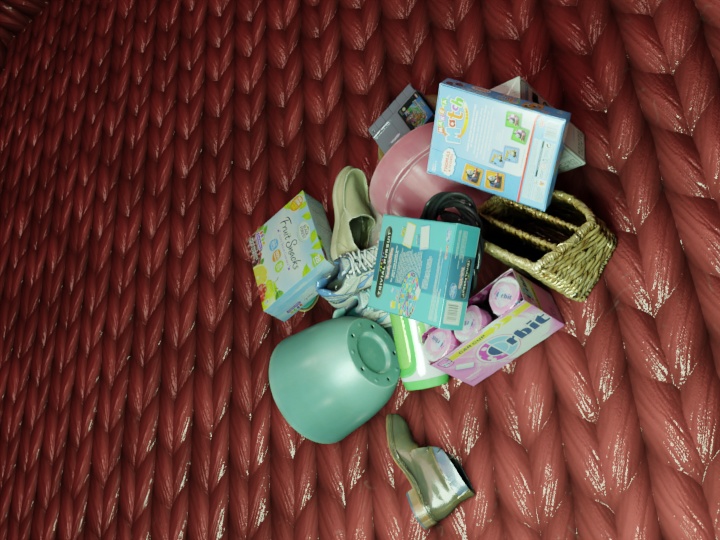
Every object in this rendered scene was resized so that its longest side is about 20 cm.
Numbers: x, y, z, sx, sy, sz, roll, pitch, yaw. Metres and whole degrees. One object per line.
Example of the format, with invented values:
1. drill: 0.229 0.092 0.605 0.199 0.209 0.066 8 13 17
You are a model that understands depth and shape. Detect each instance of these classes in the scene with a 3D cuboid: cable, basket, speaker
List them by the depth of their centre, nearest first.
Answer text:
1. cable: 0.140 -0.022 1.428 0.163 0.051 0.201 -52 40 37
2. basket: 0.275 -0.065 1.435 0.200 0.149 0.143 33 94 50
3. speaker: 0.091 0.092 1.535 0.088 0.088 0.201 -13 87 42

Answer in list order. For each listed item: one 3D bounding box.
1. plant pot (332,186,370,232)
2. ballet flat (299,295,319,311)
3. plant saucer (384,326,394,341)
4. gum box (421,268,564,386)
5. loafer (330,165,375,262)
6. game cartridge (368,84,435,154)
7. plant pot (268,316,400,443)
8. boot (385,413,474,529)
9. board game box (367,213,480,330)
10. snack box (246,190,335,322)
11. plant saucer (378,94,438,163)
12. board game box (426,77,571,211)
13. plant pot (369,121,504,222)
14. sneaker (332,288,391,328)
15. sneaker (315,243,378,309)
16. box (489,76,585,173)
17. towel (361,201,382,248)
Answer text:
1. plant pot: 0.008 -0.082 1.816 0.199 0.027 0.201 -24 53 36
2. ballet flat: -0.115 0.002 1.885 0.063 0.068 0.201 128 151 -56
3. plant saucer: 0.058 0.063 1.685 0.199 0.027 0.201 -23 55 36
4. gum box: 0.201 0.096 1.450 0.200 0.113 0.066 -39 46 25
5. loafer: -0.008 -0.102 1.725 0.068 0.075 0.201 -13 67 40
6. game cartridge: 0.096 -0.258 1.762 0.130 0.038 0.200 -50 42 20
7. plant pot: -0.028 0.171 1.572 0.161 0.200 0.202 -33 48 37
8. boot: 0.110 0.300 1.479 0.097 0.075 0.201 -32 55 15
9. board game box: 0.092 -0.001 1.405 0.200 0.047 0.152 14 94 59
10. snack box: -0.130 -0.029 1.809 0.168 0.068 0.201 -39 46 21
11. plant saucer: 0.100 -0.261 1.811 0.199 0.035 0.201 -23 54 36
12. board game box: 0.205 -0.191 1.405 0.199 0.037 0.152 21 126 20
13. plant pot: 0.145 -0.123 1.587 0.200 0.200 0.179 -50 58 14
14. sneaker: 0.035 0.063 1.621 0.200 0.086 0.078 -34 48 29
15. sneaker: 0.000 0.000 1.650 0.200 0.085 0.077 -39 48 26
16. box: 0.264 -0.219 1.491 0.116 0.200 0.061 -18 58 37
17. towel: 0.021 -0.038 1.735 0.191 0.032 0.201 -37 47 26
